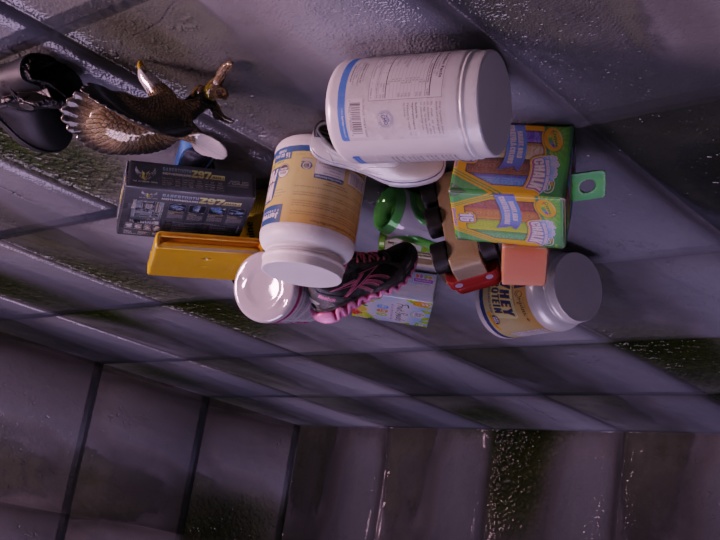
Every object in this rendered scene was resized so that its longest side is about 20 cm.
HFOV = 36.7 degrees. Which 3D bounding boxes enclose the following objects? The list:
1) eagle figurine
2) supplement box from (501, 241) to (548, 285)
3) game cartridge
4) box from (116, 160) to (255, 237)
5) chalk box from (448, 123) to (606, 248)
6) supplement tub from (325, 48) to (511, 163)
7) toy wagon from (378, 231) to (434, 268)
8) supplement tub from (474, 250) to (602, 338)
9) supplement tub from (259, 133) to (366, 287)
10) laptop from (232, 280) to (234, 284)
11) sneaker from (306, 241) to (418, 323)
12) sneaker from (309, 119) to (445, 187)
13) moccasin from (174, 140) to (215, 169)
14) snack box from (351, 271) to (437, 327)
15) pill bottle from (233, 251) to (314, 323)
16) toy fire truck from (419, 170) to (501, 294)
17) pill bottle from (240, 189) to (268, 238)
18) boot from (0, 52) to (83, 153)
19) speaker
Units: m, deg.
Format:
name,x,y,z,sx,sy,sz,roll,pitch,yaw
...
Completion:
name,x,y,z,sx,sy,sz,roll,pitch,yaw
eagle figurine,-0.278,-0.209,1.434,0.151,0.200,0.152,42,143,33
supplement box,0.240,-0.054,1.594,0.066,0.200,0.069,1,121,7
game cartridge,-0.262,-0.022,1.810,0.175,0.033,0.200,4,167,-15
box,-0.275,-0.104,1.699,0.199,0.051,0.158,4,154,-16
chalk box,0.231,-0.114,1.473,0.199,0.124,0.125,5,149,15
supplement tub,0.070,-0.197,1.316,0.199,0.133,0.132,1,162,25
toy wagon,0.110,-0.047,1.947,0.154,0.040,0.200,8,163,3
supplement tub,0.318,0.043,1.946,0.144,0.145,0.200,20,160,-32
supplement tub,-0.072,-0.088,1.626,0.144,0.201,0.145,8,163,3
laptop,-0.133,-0.021,2.014,0.199,0.104,0.177,1,163,4
sneaker,0.000,0.000,1.703,0.079,0.200,0.096,40,156,54
sneaker,0.024,-0.166,1.538,0.199,0.073,0.071,9,167,0
moccasin,-0.264,-0.152,1.729,0.068,0.081,0.200,8,165,-13
snack box,0.068,0.053,2.247,0.168,0.068,0.200,9,164,2
pill bottle,-0.112,0.030,1.775,0.113,0.114,0.200,2,178,23
toy fire truck,0.156,-0.031,1.657,0.128,0.177,0.200,-17,144,14
pill bottle,-0.160,-0.081,1.845,0.199,0.113,0.112,-1,161,29
boot,-0.451,-0.235,1.555,0.168,0.077,0.200,1,156,37
speaker,0.124,-0.073,1.774,0.199,0.089,0.088,18,161,-26
